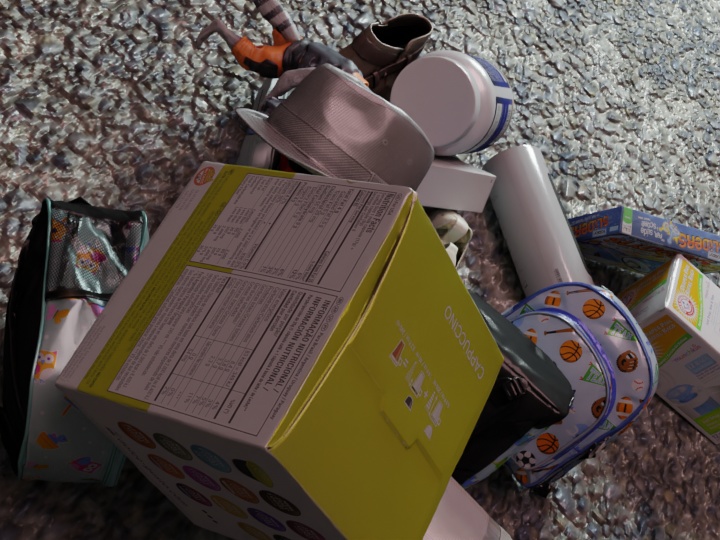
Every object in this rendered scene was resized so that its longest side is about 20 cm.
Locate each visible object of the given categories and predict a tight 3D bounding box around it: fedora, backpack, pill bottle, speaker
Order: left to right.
[{"bbox_3d":[-0.208,0.069,0.909,0.152,0.176,0.201,14,54,-14],"label":"backpack"},{"bbox_3d":[-0.007,-0.122,1.047,0.199,0.091,0.177,33,8,-28],"label":"fedora"},{"bbox_3d":[0.081,0.126,1.061,0.163,0.200,0.154,41,21,8],"label":"backpack"},{"bbox_3d":[0.103,-0.188,1.294,0.116,0.116,0.200,51,17,6],"label":"pill bottle"},{"bbox_3d":[0.209,-0.047,1.367,0.081,0.081,0.201,2,58,-35],"label":"speaker"},{"bbox_3d":[0.198,0.103,1.158,0.201,0.190,0.154,56,8,8],"label":"backpack"}]

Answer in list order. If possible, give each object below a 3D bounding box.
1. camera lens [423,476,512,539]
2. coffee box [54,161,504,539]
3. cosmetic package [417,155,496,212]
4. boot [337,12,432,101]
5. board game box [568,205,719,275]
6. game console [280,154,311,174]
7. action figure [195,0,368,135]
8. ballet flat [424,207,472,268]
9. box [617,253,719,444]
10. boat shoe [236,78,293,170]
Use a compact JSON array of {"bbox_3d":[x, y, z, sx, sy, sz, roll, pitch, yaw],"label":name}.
[{"bbox_3d":[0.036,0.246,0.974,0.200,0.160,0.160,45,44,0],"label":"camera lens"},{"bbox_3d":[-0.045,0.071,0.806,0.201,0.197,0.200,-60,139,-26],"label":"coffee box"},{"bbox_3d":[0.061,-0.104,1.260,0.082,0.051,0.199,27,15,34],"label":"cosmetic package"},{"bbox_3d":[0.037,-0.237,1.326,0.199,0.146,0.070,-28,76,-45],"label":"boot"},{"bbox_3d":[0.350,-0.031,1.416,0.199,0.135,0.035,14,77,-27],"label":"board game box"},{"bbox_3d":[0.006,-0.051,1.110,0.199,0.031,0.177,36,14,-14],"label":"game console"},{"bbox_3d":[-0.071,-0.205,1.173,0.193,0.105,0.200,37,27,9],"label":"action figure"},{"bbox_3d":[0.090,-0.020,1.268,0.068,0.067,0.201,33,46,-13],"label":"ballet flat"},{"bbox_3d":[0.405,0.095,1.382,0.200,0.112,0.102,40,45,-11],"label":"box"},{"bbox_3d":[-0.085,-0.132,1.215,0.071,0.072,0.201,23,47,-15],"label":"boat shoe"}]
